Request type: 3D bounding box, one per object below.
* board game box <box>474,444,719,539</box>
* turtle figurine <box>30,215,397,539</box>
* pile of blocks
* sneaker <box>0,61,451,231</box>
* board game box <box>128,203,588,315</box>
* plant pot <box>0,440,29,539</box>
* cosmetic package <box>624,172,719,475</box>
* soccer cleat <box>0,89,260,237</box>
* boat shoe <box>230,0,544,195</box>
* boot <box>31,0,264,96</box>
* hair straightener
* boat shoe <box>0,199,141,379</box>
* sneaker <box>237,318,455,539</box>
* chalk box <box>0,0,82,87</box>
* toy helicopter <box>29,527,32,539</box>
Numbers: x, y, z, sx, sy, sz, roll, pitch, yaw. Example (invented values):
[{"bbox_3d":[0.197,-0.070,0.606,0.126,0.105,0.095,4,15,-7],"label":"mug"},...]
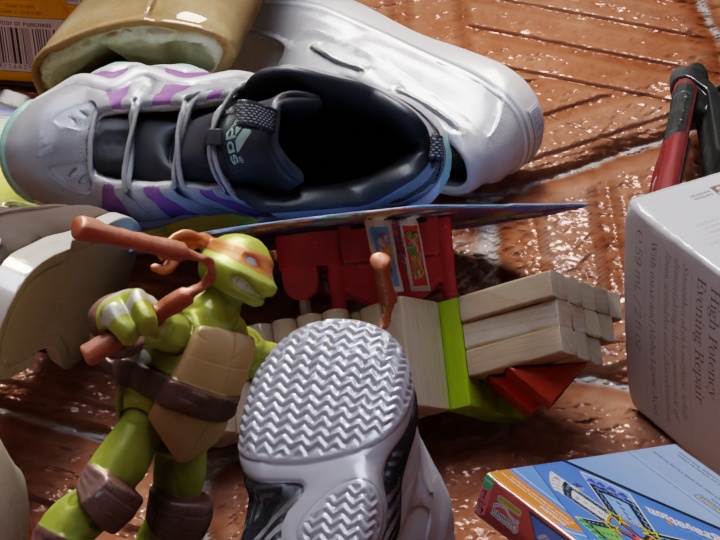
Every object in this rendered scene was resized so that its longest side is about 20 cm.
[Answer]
[{"bbox_3d":[0.141,0.120,1.013,0.103,0.019,0.200,-3,29,-43],"label":"board game box"},{"bbox_3d":[-0.073,0.048,1.082,0.064,0.162,0.200,26,5,31],"label":"turtle figurine"},{"bbox_3d":[0.010,0.051,1.213,0.199,0.082,0.062,-8,74,9],"label":"pile of blocks"},{"bbox_3d":[-0.060,-0.058,1.254,0.199,0.078,0.140,-2,-2,0],"label":"sneaker"},{"bbox_3d":[0.000,0.000,1.267,0.158,0.039,0.200,-8,-4,34],"label":"board game box"},{"bbox_3d":[-0.210,0.112,0.993,0.200,0.201,0.184,7,26,18],"label":"plant pot"},{"bbox_3d":[0.183,0.046,1.145,0.074,0.102,0.200,-17,31,-20],"label":"cosmetic package"},{"bbox_3d":[-0.128,-0.031,1.370,0.200,0.065,0.084,12,58,20],"label":"soccer cleat"},{"bbox_3d":[-0.009,-0.082,1.429,0.200,0.072,0.068,26,40,27],"label":"boat shoe"},{"bbox_3d":[-0.047,-0.145,1.402,0.175,0.066,0.200,-16,24,22],"label":"boot"},{"bbox_3d":[0.174,-0.045,1.379,0.077,0.041,0.200,20,26,-1],"label":"hair straightener"},{"bbox_3d":[-0.142,0.003,1.225,0.059,0.072,0.200,22,9,8],"label":"boat shoe"},{"bbox_3d":[-0.016,0.127,1.058,0.075,0.115,0.200,8,66,21],"label":"sneaker"},{"bbox_3d":[-0.144,-0.194,1.574,0.124,0.124,0.200,6,32,16],"label":"chalk box"},{"bbox_3d":[-0.221,0.077,1.188,0.132,0.079,0.200,-23,23,-14],"label":"toy helicopter"}]
